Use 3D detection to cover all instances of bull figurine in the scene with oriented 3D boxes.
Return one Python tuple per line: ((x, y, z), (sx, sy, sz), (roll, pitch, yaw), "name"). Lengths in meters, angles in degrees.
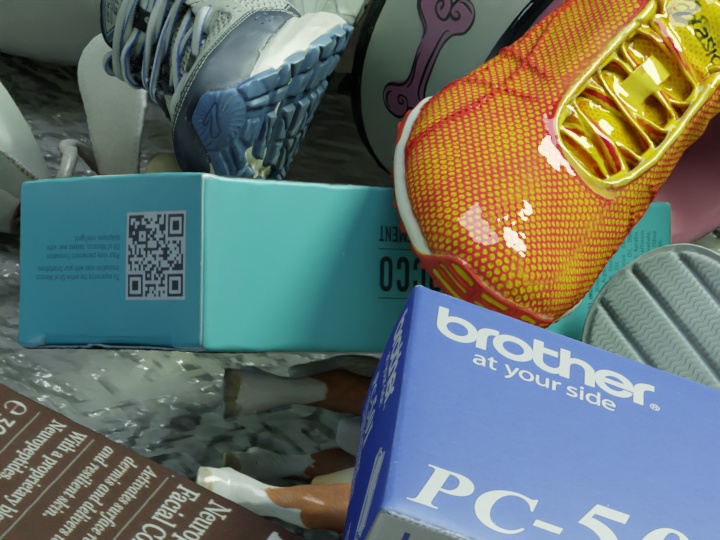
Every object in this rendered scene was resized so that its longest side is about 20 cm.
((0.016, 0.072, 0.779), (0.121, 0.065, 0.200), (6, 14, 1), "bull figurine")

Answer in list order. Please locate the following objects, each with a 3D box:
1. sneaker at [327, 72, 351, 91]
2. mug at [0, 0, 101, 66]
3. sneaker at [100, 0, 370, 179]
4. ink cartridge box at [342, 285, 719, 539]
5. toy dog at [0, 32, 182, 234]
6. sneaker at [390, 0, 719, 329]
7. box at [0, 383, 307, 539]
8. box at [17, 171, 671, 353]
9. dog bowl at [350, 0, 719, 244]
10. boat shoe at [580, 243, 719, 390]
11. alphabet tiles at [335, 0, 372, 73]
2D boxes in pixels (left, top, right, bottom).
((0.057, -0.136, 1.217), (0.202, 0.077, 0.146), (1, 29, -11), "sneaker")
((-0.120, -0.166, 1.163), (0.175, 0.148, 0.200), (31, 27, 30), "mug")
((-0.052, -0.072, 0.937), (0.085, 0.077, 0.200), (25, 13, -2), "sneaker")
((0.095, 0.075, 0.657), (0.200, 0.044, 0.094), (19, 32, -6), "ink cartridge box")
((-0.128, -0.060, 0.990), (0.200, 0.096, 0.132), (13, 26, 12), "toy dog")
((0.067, -0.050, 0.816), (0.073, 0.077, 0.200), (44, 37, -7), "sneaker")
((-0.027, 0.114, 0.633), (0.200, 0.075, 0.100), (27, 26, 6), "box")
((0.000, 0.000, 0.844), (0.082, 0.049, 0.200), (0, -2, 45), "box")
((0.100, -0.080, 0.995), (0.200, 0.200, 0.074), (-13, 51, -35), "dog bowl")
((0.119, 0.077, 0.792), (0.074, 0.067, 0.200), (-30, 43, 8), "boat shoe")
((0.017, -0.109, 1.058), (0.200, 0.015, 0.196), (-15, -24, 28), "alphabet tiles")
